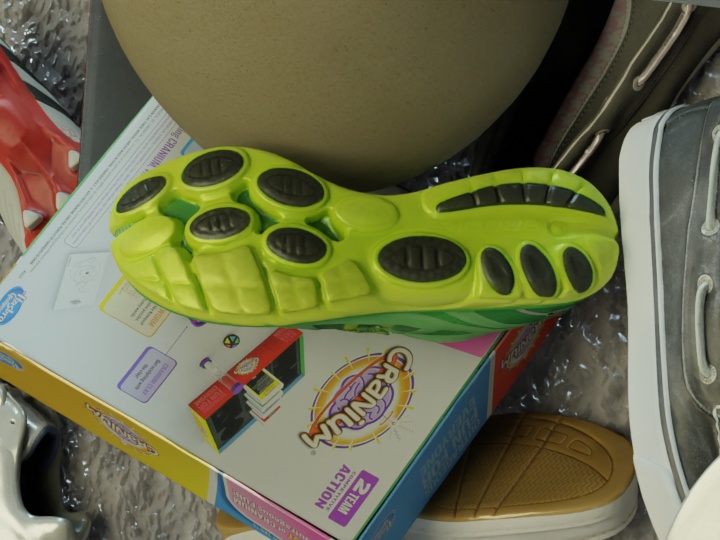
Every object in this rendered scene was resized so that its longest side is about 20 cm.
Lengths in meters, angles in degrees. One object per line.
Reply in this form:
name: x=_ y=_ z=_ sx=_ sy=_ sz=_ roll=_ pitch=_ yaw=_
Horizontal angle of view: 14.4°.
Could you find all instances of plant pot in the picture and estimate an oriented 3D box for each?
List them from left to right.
plant pot: x=-0.030 y=-0.145 z=1.111 sx=0.199 sy=0.134 sz=0.202 roll=-9 pitch=70 yaw=26

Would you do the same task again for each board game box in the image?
board game box: x=-0.040 y=0.021 z=1.180 sx=0.199 sy=0.040 sz=0.153 roll=29 pitch=67 yaw=22

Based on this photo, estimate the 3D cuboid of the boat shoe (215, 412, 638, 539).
boat shoe: x=0.036 y=0.110 z=1.194 sx=0.199 sy=0.071 sz=0.070 roll=-8 pitch=119 yaw=34

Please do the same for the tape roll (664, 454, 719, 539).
tape roll: x=0.198 y=0.136 z=0.999 sx=0.202 sy=0.037 sz=0.204 roll=3 pitch=97 yaw=27

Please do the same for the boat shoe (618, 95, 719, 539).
boat shoe: x=0.147 y=0.030 z=1.078 sx=0.068 sy=0.071 sz=0.201 roll=-18 pitch=69 yaw=45

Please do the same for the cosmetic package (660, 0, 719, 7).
cosmetic package: x=0.136 y=-0.205 z=0.995 sx=0.123 sy=0.199 sz=0.201 roll=-22 pitch=74 yaw=43

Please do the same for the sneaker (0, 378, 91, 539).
sneaker: x=-0.193 y=0.077 z=1.430 sx=0.087 sy=0.074 sz=0.201 roll=-37 pitch=70 yaw=25

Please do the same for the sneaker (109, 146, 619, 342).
sneaker: x=0.000 y=0.000 z=1.111 sx=0.084 sy=0.199 sz=0.075 roll=91 pitch=-177 yaw=-67

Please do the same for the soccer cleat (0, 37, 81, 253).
soccer cleat: x=-0.153 y=-0.046 z=1.388 sx=0.069 sy=0.085 sz=0.200 roll=-40 pitch=82 yaw=5

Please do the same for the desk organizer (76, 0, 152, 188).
desk organizer: x=-0.083 y=-0.056 z=1.302 sx=0.071 sy=0.077 sz=0.201 roll=-3 pitch=69 yaw=13

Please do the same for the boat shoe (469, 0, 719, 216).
boat shoe: x=0.103 y=-0.098 z=1.128 sx=0.067 sy=0.057 sz=0.201 roll=42 pitch=118 yaw=37
